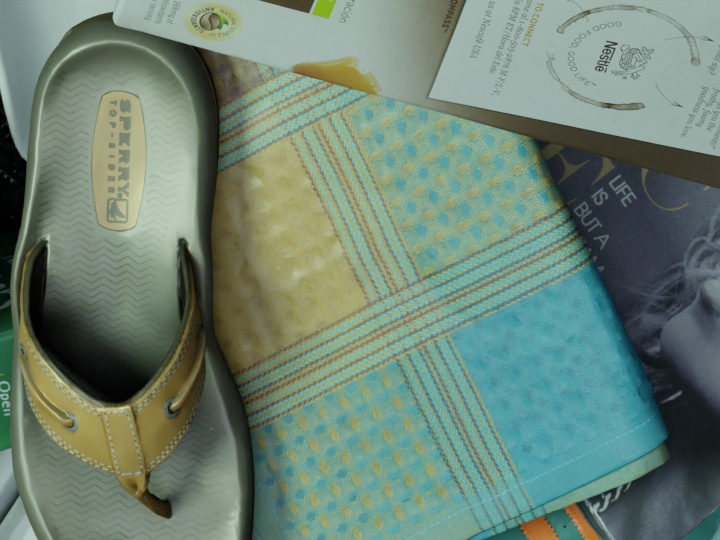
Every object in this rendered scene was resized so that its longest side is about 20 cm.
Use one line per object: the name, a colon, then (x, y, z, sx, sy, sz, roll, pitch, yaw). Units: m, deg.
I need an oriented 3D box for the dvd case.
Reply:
dvd case: (0.126, -0.015, 0.888, 0.200, 0.016, 0.149, -37, 94, -14)

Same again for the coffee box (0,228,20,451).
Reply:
coffee box: (-0.170, 0.036, 0.890, 0.199, 0.123, 0.044, -17, 108, -21)

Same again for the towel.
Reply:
towel: (0.000, 0.000, 0.846, 0.146, 0.022, 0.201, -24, 98, 13)

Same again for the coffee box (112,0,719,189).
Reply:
coffee box: (0.038, -0.109, 0.749, 0.198, 0.115, 0.080, 15, 141, -10)

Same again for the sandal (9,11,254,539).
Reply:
sandal: (-0.074, 0.020, 0.820, 0.081, 0.055, 0.202, 2, 101, 0)

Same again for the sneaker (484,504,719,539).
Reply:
sneaker: (0.077, 0.082, 0.924, 0.198, 0.071, 0.081, 0, 96, -16)

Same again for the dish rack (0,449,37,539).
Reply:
dish rack: (-0.077, 0.147, 0.953, 0.200, 0.043, 0.172, 50, 122, 26)

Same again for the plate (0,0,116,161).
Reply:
plate: (-0.032, -0.136, 0.827, 0.198, 0.032, 0.201, -8, 122, 3)
